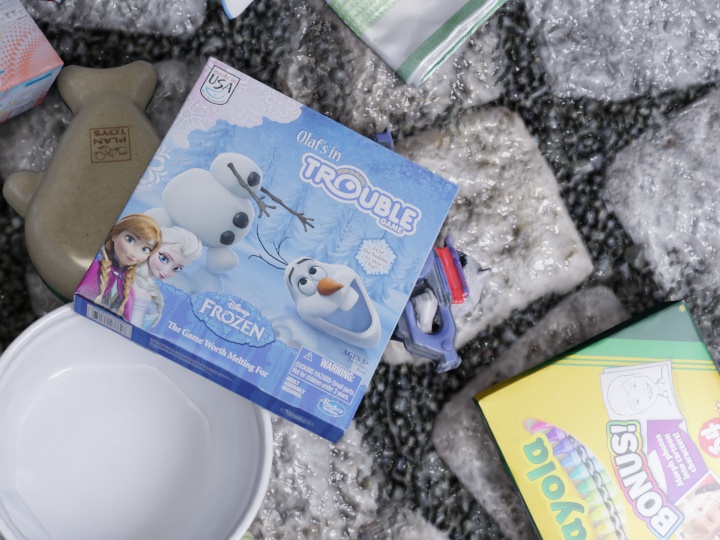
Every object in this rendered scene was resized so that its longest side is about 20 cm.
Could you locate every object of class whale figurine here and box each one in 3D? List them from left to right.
[{"bbox_3d":[-0.181,-0.058,1.015,0.158,0.104,0.201,-7,64,-8],"label":"whale figurine"}]

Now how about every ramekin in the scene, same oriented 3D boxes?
[{"bbox_3d":[-0.166,0.126,0.947,0.199,0.105,0.201,5,71,-13],"label":"ramekin"}]

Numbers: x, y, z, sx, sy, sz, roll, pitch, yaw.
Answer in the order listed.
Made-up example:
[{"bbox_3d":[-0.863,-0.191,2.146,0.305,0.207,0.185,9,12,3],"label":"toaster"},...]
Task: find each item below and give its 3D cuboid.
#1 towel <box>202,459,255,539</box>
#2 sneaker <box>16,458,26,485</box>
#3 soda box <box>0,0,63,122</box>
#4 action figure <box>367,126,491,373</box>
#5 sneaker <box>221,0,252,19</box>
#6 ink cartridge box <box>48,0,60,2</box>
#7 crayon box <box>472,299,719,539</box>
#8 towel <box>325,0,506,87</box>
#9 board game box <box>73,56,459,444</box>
[{"bbox_3d":[-0.135,0.242,1.015,0.148,0.036,0.201,-30,89,-11],"label":"towel"},{"bbox_3d":[-0.313,0.211,0.997,0.139,0.078,0.201,6,77,-1],"label":"sneaker"},{"bbox_3d":[-0.308,-0.120,0.951,0.200,0.064,0.069,-34,86,-38],"label":"soda box"},{"bbox_3d":[0.000,0.000,1.029,0.192,0.105,0.201,-2,62,-10],"label":"action figure"},{"bbox_3d":[-0.154,-0.258,1.026,0.199,0.074,0.083,26,99,5],"label":"sneaker"},{"bbox_3d":[-0.327,-0.250,0.952,0.199,0.176,0.084,3,87,6],"label":"ink cartridge box"},{"bbox_3d":[0.203,0.149,1.032,0.172,0.058,0.201,-26,89,-4],"label":"crayon box"},{"bbox_3d":[0.024,-0.261,1.057,0.149,0.031,0.200,-44,90,-5],"label":"towel"},{"bbox_3d":[-0.061,-0.016,0.937,0.199,0.043,0.200,27,67,-2],"label":"board game box"}]
